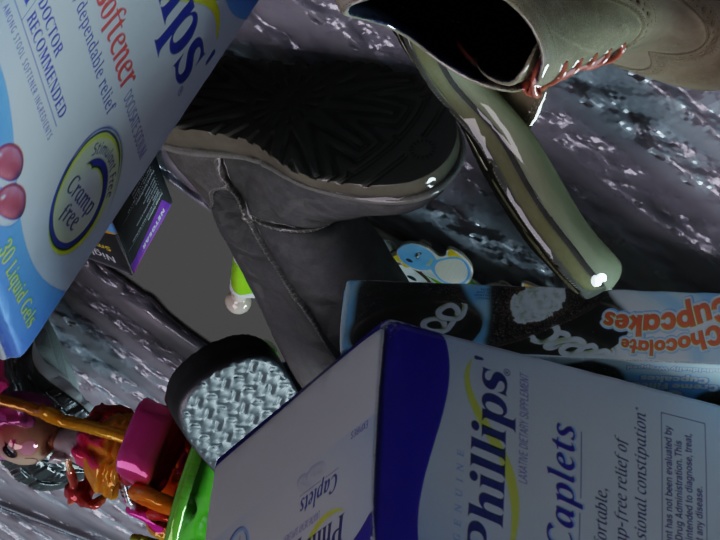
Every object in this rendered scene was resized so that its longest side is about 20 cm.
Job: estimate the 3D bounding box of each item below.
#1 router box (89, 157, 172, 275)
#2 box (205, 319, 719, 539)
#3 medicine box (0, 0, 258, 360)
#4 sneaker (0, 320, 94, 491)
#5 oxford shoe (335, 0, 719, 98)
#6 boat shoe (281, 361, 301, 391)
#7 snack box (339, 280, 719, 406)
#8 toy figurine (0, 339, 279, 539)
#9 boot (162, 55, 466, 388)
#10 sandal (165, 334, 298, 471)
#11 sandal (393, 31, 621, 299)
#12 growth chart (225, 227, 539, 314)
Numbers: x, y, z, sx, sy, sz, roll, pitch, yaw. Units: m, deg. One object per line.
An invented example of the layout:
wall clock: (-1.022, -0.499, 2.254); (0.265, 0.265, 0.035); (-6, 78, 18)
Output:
router box: (-0.198, -0.083, 1.277); (0.200, 0.051, 0.149); (21, 156, 19)
box: (0.056, 0.118, 1.128); (0.200, 0.105, 0.184); (15, 151, -21)
medicine box: (-0.135, -0.103, 0.990); (0.103, 0.200, 0.182); (24, 155, 17)
sneaker: (-0.210, 0.037, 1.504); (0.079, 0.074, 0.200); (-119, 6, -51)
oxford shoe: (0.062, -0.086, 0.900); (0.200, 0.075, 0.070); (16, 151, -33)
boat shoe: (0.033, 0.117, 1.378); (0.200, 0.084, 0.069); (32, 152, -9)
snack box: (0.093, 0.049, 1.145); (0.199, 0.037, 0.116); (2, 152, 4)
toy figurine: (-0.151, 0.087, 1.432); (0.184, 0.150, 0.200); (18, 168, 11)
boot: (0.002, -0.001, 1.171); (0.182, 0.073, 0.200); (19, 144, 43)
sandal: (-0.045, 0.093, 1.320); (0.048, 0.075, 0.201); (57, 171, 42)
sandal: (0.052, -0.081, 0.997); (0.201, 0.057, 0.080); (57, -177, -23)
growth chart: (0.022, 0.019, 1.277); (0.200, 0.018, 0.145); (23, 154, 12)
